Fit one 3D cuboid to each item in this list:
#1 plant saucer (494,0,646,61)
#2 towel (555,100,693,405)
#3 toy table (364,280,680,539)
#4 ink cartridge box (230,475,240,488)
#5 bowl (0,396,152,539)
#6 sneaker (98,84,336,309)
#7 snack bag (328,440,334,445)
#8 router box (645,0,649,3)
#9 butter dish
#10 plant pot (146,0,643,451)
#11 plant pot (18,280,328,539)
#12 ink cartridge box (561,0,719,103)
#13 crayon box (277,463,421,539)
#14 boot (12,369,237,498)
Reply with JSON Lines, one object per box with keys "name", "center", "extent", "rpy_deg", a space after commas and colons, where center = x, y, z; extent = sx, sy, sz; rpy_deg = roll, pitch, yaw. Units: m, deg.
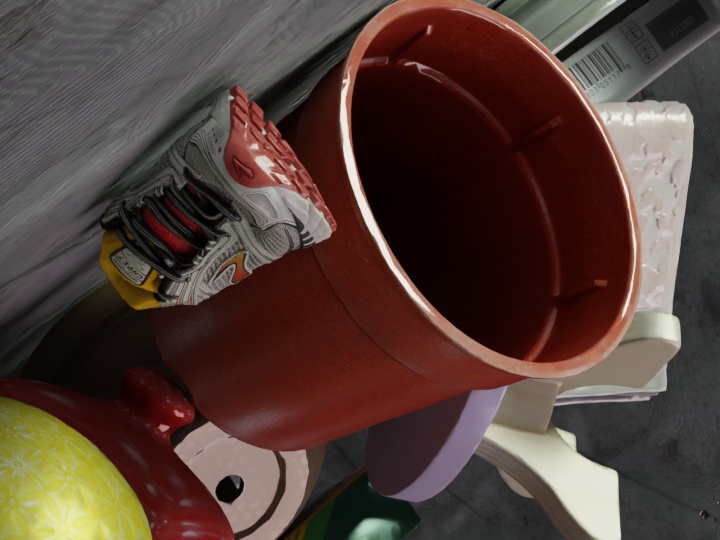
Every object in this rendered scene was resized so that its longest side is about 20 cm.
{"name": "plant saucer", "center": [0.109, -0.148, 1.732], "extent": [0.200, 0.050, 0.200], "rpy_deg": [-39, 178, -2]}
{"name": "towel", "center": [0.110, -0.008, 1.670], "extent": [0.199, 0.192, 0.032], "rpy_deg": [-3, -166, -26]}
{"name": "toy table", "center": [0.090, 0.068, 1.532], "extent": [0.200, 0.117, 0.184], "rpy_deg": [136, -37, -60]}
{"name": "ink cartridge box", "center": [-0.183, 0.169, 1.749], "extent": [0.200, 0.145, 0.085], "rpy_deg": [-5, 105, -63]}
{"name": "bowl", "center": [-0.203, 0.120, 1.221], "extent": [0.200, 0.200, 0.108], "rpy_deg": [-37, 135, -15]}
{"name": "sneaker", "center": [-0.069, -0.020, 1.210], "extent": [0.082, 0.078, 0.200], "rpy_deg": [-36, 177, -17]}
{"name": "snack bag", "center": [0.000, 0.000, 1.615], "extent": [0.021, 0.201, 0.189], "rpy_deg": [8, 154, -23]}
{"name": "router box", "center": [0.190, -0.198, 1.959], "extent": [0.149, 0.051, 0.200], "rpy_deg": [-41, 177, 13]}
{"name": "butter dish", "center": [-0.139, 0.117, 1.399], "extent": [0.148, 0.200, 0.199], "rpy_deg": [-56, 161, 0]}
{"name": "plant pot", "center": [0.005, -0.007, 1.379], "extent": [0.195, 0.201, 0.201], "rpy_deg": [-30, -176, 42]}
{"name": "plant pot", "center": [-0.093, 0.102, 1.530], "extent": [0.201, 0.201, 0.093], "rpy_deg": [-38, -144, -7]}
{"name": "ink cartridge box", "center": [0.131, -0.103, 1.803], "extent": [0.162, 0.057, 0.200], "rpy_deg": [-36, -178, -34]}
{"name": "crayon box", "center": [-0.068, 0.202, 1.600], "extent": [0.200, 0.052, 0.126], "rpy_deg": [-38, -179, -37]}
{"name": "boot", "center": [-0.136, 0.115, 1.627], "extent": [0.072, 0.167, 0.200], "rpy_deg": [-36, 179, 20]}
